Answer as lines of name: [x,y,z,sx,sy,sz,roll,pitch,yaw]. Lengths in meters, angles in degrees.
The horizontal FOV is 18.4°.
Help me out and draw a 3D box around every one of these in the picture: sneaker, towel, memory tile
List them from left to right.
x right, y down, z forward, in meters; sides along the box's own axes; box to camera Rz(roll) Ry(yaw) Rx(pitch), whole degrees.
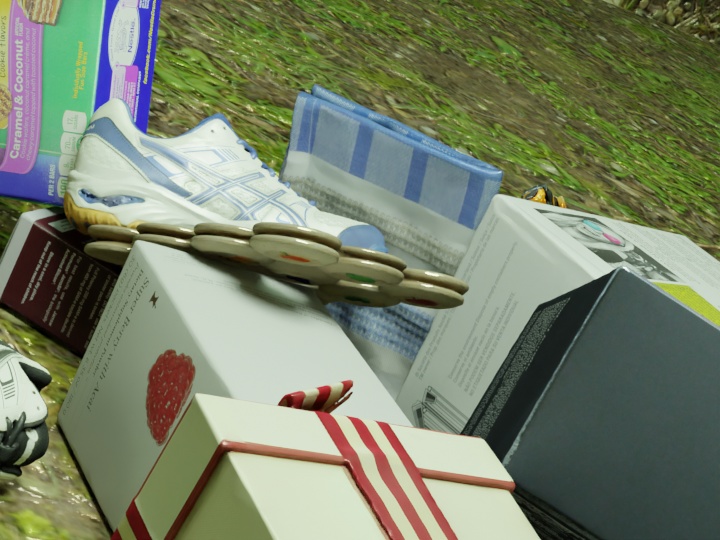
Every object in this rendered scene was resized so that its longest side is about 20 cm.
sneaker: [-0.196,0.074,1.108,0.087,0.076,0.200,24,18,-9]
sneaker: [-0.075,-0.049,1.336,0.198,0.089,0.075,13,-12,-10]
memory tile: [-0.051,-0.002,1.277,0.153,0.017,0.199,19,-13,-42]
towel: [0.000,0.000,1.389,0.146,0.201,0.024,25,28,18]

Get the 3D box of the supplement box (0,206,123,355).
supplement box: [-0.117,0.032,1.376,0.199,0.061,0.109,31,17,15]

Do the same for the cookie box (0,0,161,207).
cookie box: [-0.233,-0.137,1.414,0.198,0.173,0.075,9,6,25]

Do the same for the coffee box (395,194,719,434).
coffee box: [0.162,0.100,1.356,0.197,0.201,0.200,9,24,-45]

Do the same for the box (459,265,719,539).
box: [0.161,0.106,1.097,0.199,0.124,0.198,32,-8,-3]

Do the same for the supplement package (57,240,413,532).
supplement package: [-0.064,0.091,1.177,0.119,0.122,0.200,16,19,-30]

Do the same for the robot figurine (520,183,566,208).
robot figurine: [0.148,0.037,1.576,0.145,0.058,0.201,-76,144,-74]

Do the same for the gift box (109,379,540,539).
gift box: [-0.009,0.172,0.938,0.199,0.185,0.187,17,28,-41]
